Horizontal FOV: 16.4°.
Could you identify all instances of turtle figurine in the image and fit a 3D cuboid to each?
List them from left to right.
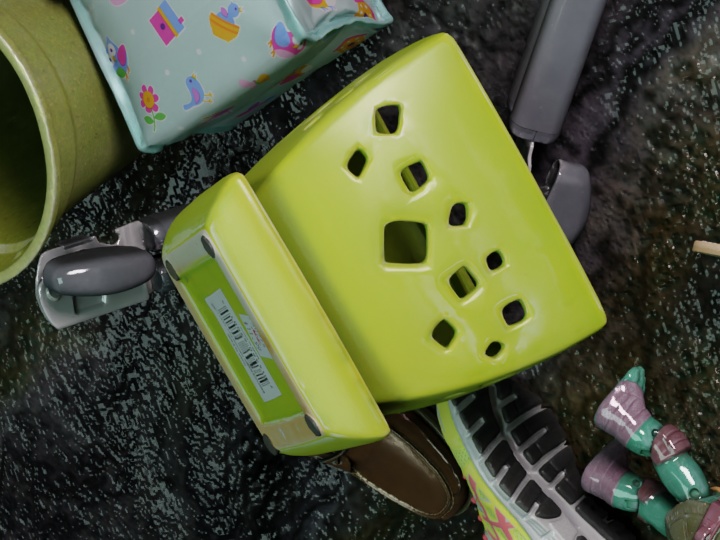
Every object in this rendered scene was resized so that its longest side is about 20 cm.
[{"bbox_3d":[0.226,0.150,1.504,0.200,0.101,0.150,35,126,24],"label":"turtle figurine"}]

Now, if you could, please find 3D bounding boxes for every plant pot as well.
[{"bbox_3d":[-0.221,-0.112,1.634,0.199,0.184,0.202,14,117,30],"label":"plant pot"},{"bbox_3d":[0.000,0.000,1.485,0.201,0.181,0.199,59,163,-2],"label":"plant pot"}]

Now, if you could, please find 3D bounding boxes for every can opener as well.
[{"bbox_3d":[-0.118,-0.009,1.600,0.066,0.199,0.053,18,122,51],"label":"can opener"},{"bbox_3d":[0.123,-0.097,1.504,0.066,0.053,0.201,13,121,-7],"label":"can opener"}]

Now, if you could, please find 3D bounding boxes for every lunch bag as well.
[{"bbox_3d":[-0.100,-0.201,1.557,0.170,0.122,0.201,-29,85,39],"label":"lunch bag"}]

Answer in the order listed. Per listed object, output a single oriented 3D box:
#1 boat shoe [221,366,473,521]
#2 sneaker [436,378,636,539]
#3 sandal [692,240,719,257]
[{"bbox_3d":[-0.014,0.104,1.659,0.200,0.068,0.072,38,124,14],"label":"boat shoe"},{"bbox_3d":[0.102,0.158,1.601,0.090,0.078,0.201,-37,85,45],"label":"sneaker"},{"bbox_3d":[0.293,-0.024,1.407,0.211,0.077,0.070,13,92,34],"label":"sandal"}]
